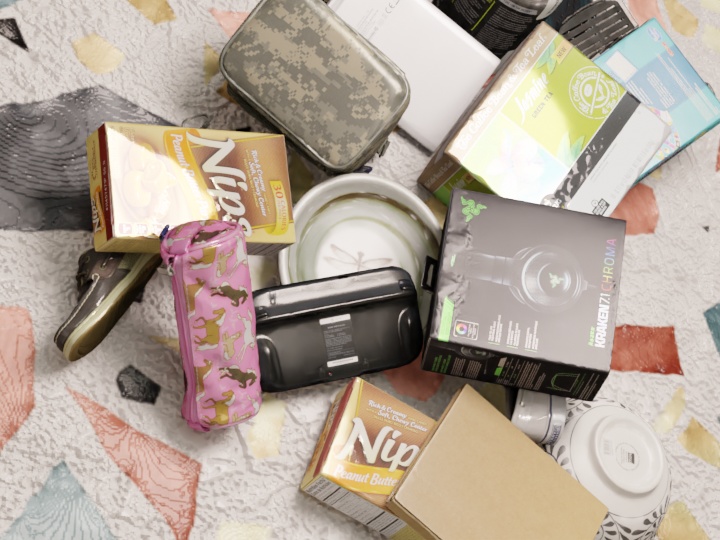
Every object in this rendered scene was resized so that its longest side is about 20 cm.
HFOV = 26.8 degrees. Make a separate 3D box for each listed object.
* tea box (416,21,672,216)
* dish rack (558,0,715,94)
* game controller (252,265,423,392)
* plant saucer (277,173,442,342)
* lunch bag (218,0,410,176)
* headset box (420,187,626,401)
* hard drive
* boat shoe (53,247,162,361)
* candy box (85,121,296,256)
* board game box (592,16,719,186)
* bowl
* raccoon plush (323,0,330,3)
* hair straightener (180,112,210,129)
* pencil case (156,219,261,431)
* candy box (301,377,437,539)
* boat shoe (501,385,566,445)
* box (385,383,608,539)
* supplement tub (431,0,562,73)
[{"bbox_3d":[0.206,-0.131,1.713,0.196,0.134,0.201,38,74,-2],"label":"tea box"},{"bbox_3d":[0.347,-0.259,1.932,0.153,0.054,0.201,-32,86,-37],"label":"dish rack"},{"bbox_3d":[-0.028,0.059,1.540,0.198,0.042,0.106,-10,97,-23],"label":"game controller"},{"bbox_3d":[0.000,0.000,1.607,0.198,0.050,0.202,5,76,-21],"label":"plant saucer"},{"bbox_3d":[-0.046,-0.198,1.638,0.200,0.168,0.140,40,91,0],"label":"lunch bag"},{"bbox_3d":[0.160,0.023,1.554,0.198,0.093,0.176,11,66,1],"label":"headset box"},{"bbox_3d":[0.045,-0.250,1.737,0.199,0.025,0.132,37,92,-12],"label":"hard drive"},{"bbox_3d":[-0.248,0.006,1.482,0.066,0.072,0.201,34,49,1],"label":"boat shoe"},{"bbox_3d":[-0.166,-0.078,1.491,0.198,0.055,0.117,1,76,-32],"label":"candy box"},{"bbox_3d":[0.321,-0.189,1.841,0.199,0.047,0.152,-35,82,-9],"label":"board game box"},{"bbox_3d":[0.264,0.210,1.617,0.199,0.094,0.203,13,58,-21],"label":"bowl"},{"bbox_3d":[0.006,-0.365,1.802,0.199,0.097,0.135,-27,86,-36],"label":"raccoon plush"},{"bbox_3d":[-0.163,-0.082,1.563,0.040,0.077,0.202,-4,64,1],"label":"hair straightener"},{"bbox_3d":[-0.141,0.053,1.439,0.086,0.202,0.083,-9,23,-7],"label":"pencil case"},{"bbox_3d":[0.052,0.209,1.521,0.199,0.055,0.116,30,55,-10],"label":"candy box"},{"bbox_3d":[0.177,0.101,1.622,0.065,0.074,0.201,12,34,-10],"label":"boat shoe"},{"bbox_3d":[0.140,0.233,1.497,0.200,0.021,0.164,41,53,-4],"label":"box"},{"bbox_3d":[0.169,-0.331,1.794,0.121,0.200,0.124,12,60,-21],"label":"supplement tub"}]
